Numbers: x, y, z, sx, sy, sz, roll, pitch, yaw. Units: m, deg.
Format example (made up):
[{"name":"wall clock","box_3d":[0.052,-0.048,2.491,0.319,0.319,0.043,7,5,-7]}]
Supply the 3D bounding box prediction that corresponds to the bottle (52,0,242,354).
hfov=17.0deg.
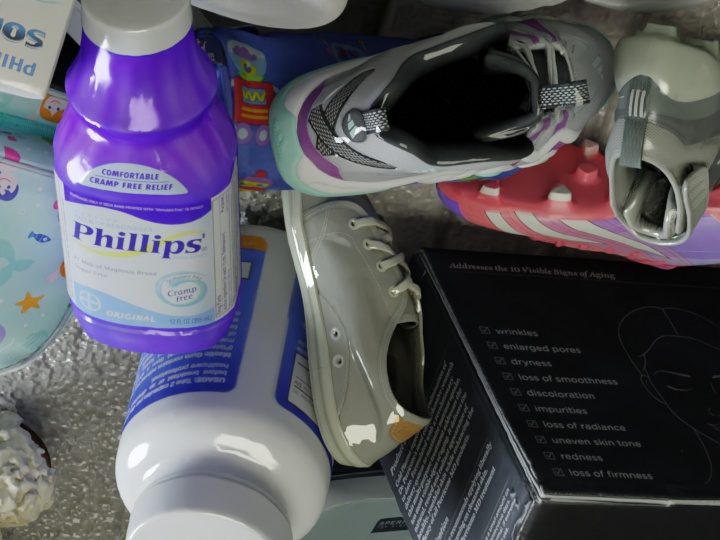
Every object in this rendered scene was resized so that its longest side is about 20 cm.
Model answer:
[{"name":"bottle","box_3d":[-0.096,-0.048,1.083,0.083,0.065,0.200,5,137,3]}]

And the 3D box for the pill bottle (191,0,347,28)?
[{"name":"pill bottle","box_3d":[-0.033,-0.217,1.056,0.112,0.112,0.201,20,81,-18]}]

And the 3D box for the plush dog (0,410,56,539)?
[{"name":"plush dog","box_3d":[-0.255,0.193,1.355,0.160,0.172,0.201,4,127,-7]}]

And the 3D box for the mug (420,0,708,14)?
[{"name":"mug","box_3d":[0.105,-0.185,1.120,0.200,0.148,0.175,31,140,-32]}]

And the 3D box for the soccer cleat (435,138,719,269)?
[{"name":"soccer cleat","box_3d":[0.138,-0.030,1.294,0.199,0.067,0.077,-1,132,-7]}]

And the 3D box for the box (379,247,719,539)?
[{"name":"box","box_3d":[0.129,0.097,1.280,0.199,0.197,0.124,4,128,-24]}]

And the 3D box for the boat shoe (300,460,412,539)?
[{"name":"boat shoe","box_3d":[0.019,0.113,1.390,0.200,0.091,0.071,4,132,-42]}]

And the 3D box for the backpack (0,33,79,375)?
[{"name":"backpack","box_3d":[-0.210,-0.035,1.212,0.177,0.151,0.200,18,129,-24]}]

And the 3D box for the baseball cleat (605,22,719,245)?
[{"name":"baseball cleat","box_3d":[0.165,-0.062,1.206,0.070,0.200,0.107,13,89,30]}]

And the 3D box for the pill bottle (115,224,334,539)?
[{"name":"pill bottle","box_3d":[-0.067,0.080,1.261,0.112,0.200,0.112,5,133,5]}]

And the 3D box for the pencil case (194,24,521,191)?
[{"name":"pencil case","box_3d":[-0.007,-0.082,1.194,0.199,0.087,0.078,-4,161,-33]}]

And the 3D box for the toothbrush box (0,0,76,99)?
[{"name":"toothbrush box","box_3d":[-0.150,-0.180,1.052,0.085,0.146,0.201,16,92,-11]}]

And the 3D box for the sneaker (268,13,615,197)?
[{"name":"sneaker","box_3d":[0.071,-0.080,1.112,0.199,0.140,0.078,-20,97,-32]}]

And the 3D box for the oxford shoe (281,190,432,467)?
[{"name":"oxford shoe","box_3d":[0.000,0.000,1.243,0.058,0.201,0.075,-14,169,23]}]

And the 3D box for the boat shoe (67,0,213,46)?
[{"name":"boat shoe","box_3d":[-0.125,-0.157,1.168,0.067,0.074,0.200,-38,120,24]}]
